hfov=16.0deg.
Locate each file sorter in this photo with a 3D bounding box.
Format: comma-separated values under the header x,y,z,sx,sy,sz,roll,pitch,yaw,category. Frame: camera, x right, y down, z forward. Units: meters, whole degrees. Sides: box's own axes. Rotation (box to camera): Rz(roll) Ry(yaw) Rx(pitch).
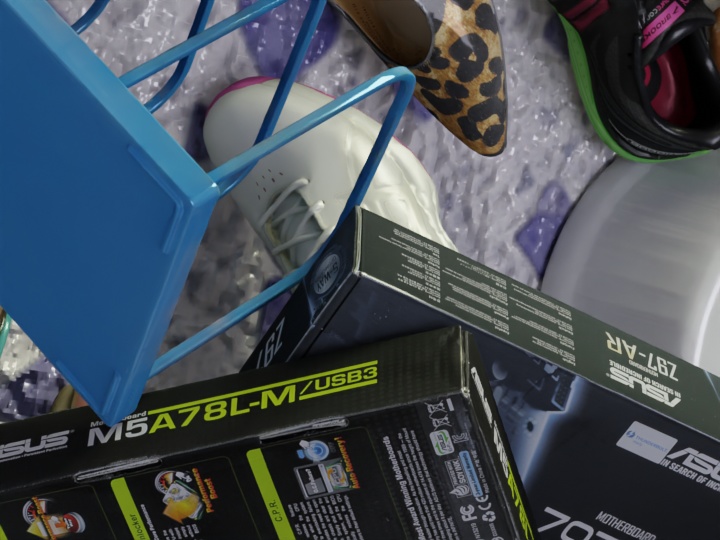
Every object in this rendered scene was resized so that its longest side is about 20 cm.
x,y,z,sx,sy,sz,roll,pitch,yaw,category
-0.098,-0.077,0.932,0.123,0.200,0.139,-33,161,-35,file sorter

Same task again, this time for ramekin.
x,y,z,sx,sy,sz,roll,pitch,yaw,category
0.191,0.034,1.272,0.200,0.098,0.201,-10,106,-37,ramekin

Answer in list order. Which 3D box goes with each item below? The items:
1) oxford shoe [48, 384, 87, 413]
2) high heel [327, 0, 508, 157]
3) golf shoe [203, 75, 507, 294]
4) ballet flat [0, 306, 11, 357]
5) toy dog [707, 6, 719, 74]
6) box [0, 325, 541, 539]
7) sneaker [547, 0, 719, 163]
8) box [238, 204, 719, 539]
x,y,z,sx,sy,sz,roll,pitch,yaw,category
-0.139,0.136,1.053,0.070,0.074,0.201,46,49,-58,oxford shoe
-0.022,-0.109,1.081,0.142,0.071,0.200,-38,105,-33,high heel
0.000,0.000,1.067,0.075,0.200,0.091,-51,169,34,golf shoe
-0.161,-0.003,1.012,0.072,0.068,0.201,29,81,-19,ballet flat
0.247,-0.145,1.233,0.139,0.200,0.194,14,48,-6,toy dog
-0.026,0.126,0.981,0.048,0.192,0.200,-85,159,-52,box
0.120,-0.133,1.186,0.077,0.084,0.200,-50,123,-20,sneaker
0.044,0.082,1.002,0.199,0.044,0.160,26,123,-17,box
